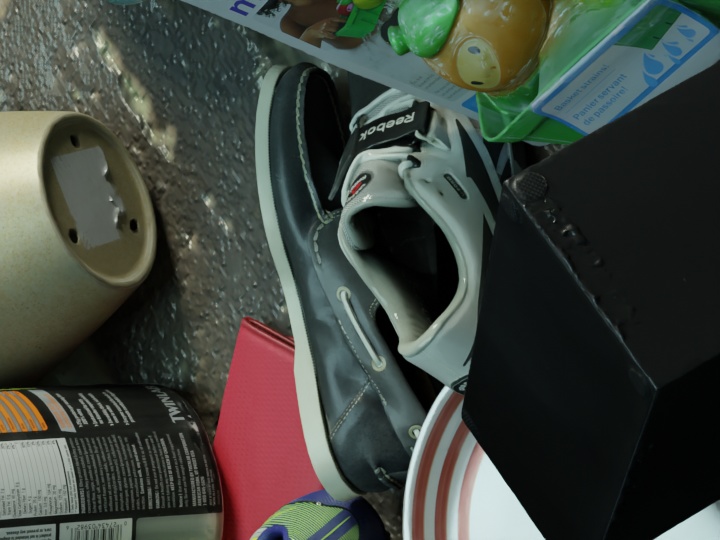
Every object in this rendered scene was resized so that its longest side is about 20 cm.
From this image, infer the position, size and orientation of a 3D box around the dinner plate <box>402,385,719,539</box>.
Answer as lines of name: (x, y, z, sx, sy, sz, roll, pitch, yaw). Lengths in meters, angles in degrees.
dinner plate: (0.107, 0.114, 0.981, 0.199, 0.024, 0.202, 1, 92, 34)

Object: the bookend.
bookend: (0.149, 0.003, 0.866, 0.092, 0.199, 0.199, 55, 164, 22)

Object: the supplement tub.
supplement tub: (-0.177, 0.119, 1.129, 0.122, 0.199, 0.124, 1, 91, 56)

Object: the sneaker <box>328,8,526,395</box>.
sneaker: (0.025, -0.040, 0.989, 0.074, 0.088, 0.201, -38, 55, 28)

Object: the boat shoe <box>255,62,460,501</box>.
boat shoe: (0.000, 0.000, 1.058, 0.067, 0.072, 0.202, -15, 84, 24)

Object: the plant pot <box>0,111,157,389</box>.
plant pot: (-0.210, -0.003, 1.185, 0.199, 0.187, 0.189, -21, 82, 29)

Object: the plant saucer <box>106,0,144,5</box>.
plant saucer: (-0.111, -0.228, 1.108, 0.200, 0.027, 0.202, -11, 76, 56)

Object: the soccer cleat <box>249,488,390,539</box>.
soccer cleat: (-0.061, 0.180, 1.100, 0.065, 0.084, 0.201, 43, 119, 13)

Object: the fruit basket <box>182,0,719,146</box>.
fruit basket: (0.055, -0.122, 0.889, 0.185, 0.199, 0.094, -41, 47, 37)

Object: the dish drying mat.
dish drying mat: (-0.049, 0.129, 1.148, 0.077, 0.018, 0.202, 26, 112, 36)
